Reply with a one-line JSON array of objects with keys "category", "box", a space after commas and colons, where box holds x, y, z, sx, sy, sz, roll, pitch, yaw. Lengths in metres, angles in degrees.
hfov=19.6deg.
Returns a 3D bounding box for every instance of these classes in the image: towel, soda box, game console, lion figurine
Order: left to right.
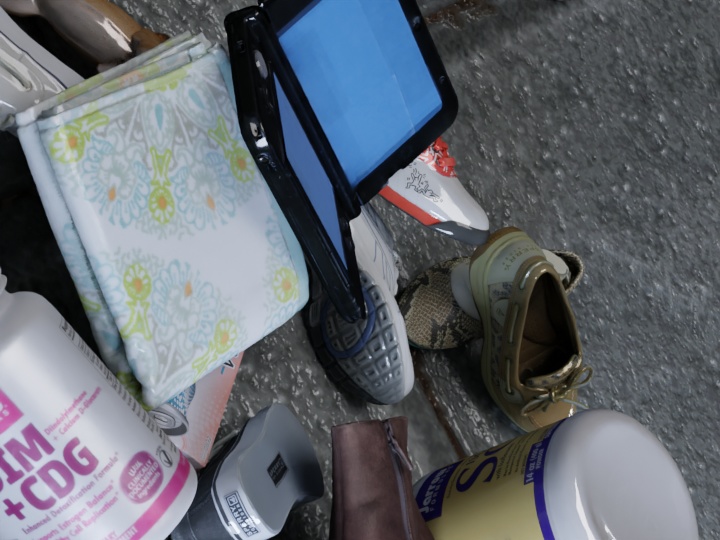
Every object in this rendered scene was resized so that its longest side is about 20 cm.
[{"category": "lion figurine", "box": [-0.185, -0.163, 1.394, 0.200, 0.072, 0.122, 47, 8, -10]}, {"category": "towel", "box": [-0.120, -0.035, 1.299, 0.171, 0.048, 0.200, -32, 106, -47]}, {"category": "soda box", "box": [-0.118, 0.043, 1.363, 0.068, 0.064, 0.200, 41, 43, -26]}, {"category": "game console", "box": [-0.001, -0.098, 1.375, 0.176, 0.116, 0.200, -101, 167, -45]}]

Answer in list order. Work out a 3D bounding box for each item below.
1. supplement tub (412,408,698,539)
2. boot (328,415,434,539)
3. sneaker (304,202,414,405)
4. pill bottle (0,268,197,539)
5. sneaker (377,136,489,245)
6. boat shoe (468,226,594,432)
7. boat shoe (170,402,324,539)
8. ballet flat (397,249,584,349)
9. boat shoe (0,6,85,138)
[{"category": "supplement tub", "box": [0.114, 0.189, 1.431, 0.145, 0.200, 0.146, 26, 52, -38]}, {"category": "boot", "box": [-0.009, 0.180, 1.309, 0.200, 0.072, 0.167, -7, 88, -66]}, {"category": "sneaker", "box": [0.000, 0.000, 1.515, 0.087, 0.074, 0.200, -8, 76, -55]}, {"category": "pill bottle", "box": [-0.198, 0.085, 1.211, 0.200, 0.113, 0.113, 50, 41, -15]}, {"category": "sneaker", "box": [0.032, -0.112, 1.518, 0.201, 0.108, 0.067, 36, 10, 12]}, {"category": "boat shoe", "box": [0.132, 0.059, 1.574, 0.073, 0.063, 0.200, -35, 133, -15]}, {"category": "boat shoe", "box": [-0.075, 0.142, 1.348, 0.074, 0.068, 0.199, 62, 14, -8]}, {"category": "ballet flat", "box": [0.108, 0.011, 1.624, 0.200, 0.075, 0.068, -14, 75, -50]}, {"category": "boat shoe", "box": [-0.233, -0.119, 1.321, 0.200, 0.072, 0.066, 49, 52, -22]}]
